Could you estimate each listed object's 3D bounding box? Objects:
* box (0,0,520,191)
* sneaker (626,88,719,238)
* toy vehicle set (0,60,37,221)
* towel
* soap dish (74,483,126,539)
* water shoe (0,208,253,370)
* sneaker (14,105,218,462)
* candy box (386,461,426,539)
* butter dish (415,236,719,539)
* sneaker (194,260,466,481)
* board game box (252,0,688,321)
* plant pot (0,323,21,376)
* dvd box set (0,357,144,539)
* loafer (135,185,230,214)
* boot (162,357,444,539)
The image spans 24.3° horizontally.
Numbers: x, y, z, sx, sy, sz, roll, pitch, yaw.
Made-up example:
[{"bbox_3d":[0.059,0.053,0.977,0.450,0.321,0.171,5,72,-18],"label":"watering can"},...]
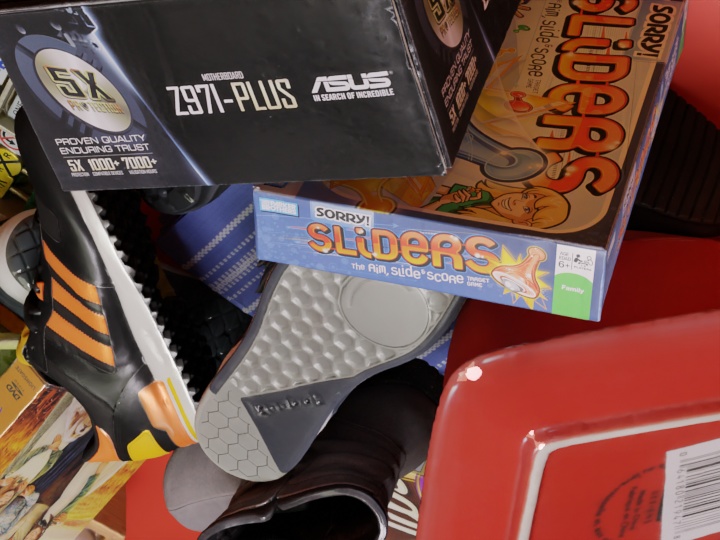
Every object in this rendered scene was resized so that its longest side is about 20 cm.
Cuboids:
[{"bbox_3d":[-0.024,-0.127,0.657,0.163,0.200,0.086,-1,130,24],"label":"box"},{"bbox_3d":[0.084,-0.050,0.787,0.200,0.074,0.089,20,143,14],"label":"sneaker"},{"bbox_3d":[-0.187,-0.111,0.869,0.124,0.027,0.200,32,136,-9],"label":"toy vehicle set"},{"bbox_3d":[0.000,0.000,0.905,0.200,0.024,0.145,36,134,-15],"label":"towel"},{"bbox_3d":[-0.262,0.149,1.114,0.200,0.081,0.157,31,136,-8],"label":"soap dish"},{"bbox_3d":[-0.130,0.028,0.950,0.200,0.072,0.079,38,155,-28],"label":"water shoe"},{"bbox_3d":[-0.145,0.012,0.846,0.090,0.070,0.200,-21,109,10],"label":"sneaker"},{"bbox_3d":[0.058,0.125,0.941,0.200,0.057,0.117,16,149,21],"label":"candy box"},{"bbox_3d":[0.108,0.054,0.753,0.199,0.148,0.200,-7,135,-12],"label":"butter dish"},{"bbox_3d":[0.006,-0.005,0.780,0.077,0.146,0.202,40,132,-5],"label":"sneaker"},{"bbox_3d":[0.053,-0.064,0.684,0.135,0.200,0.035,10,130,13],"label":"board game box"},{"bbox_3d":[-0.305,0.053,0.954,0.184,0.200,0.201,44,141,21],"label":"plant pot"},{"bbox_3d":[-0.210,0.139,0.972,0.029,0.200,0.146,46,-171,27],"label":"dvd box set"},{"bbox_3d":[-0.065,-0.082,0.816,0.068,0.070,0.201,54,149,-1],"label":"loafer"},{"bbox_3d":[-0.052,0.113,0.849,0.200,0.132,0.070,-28,102,35],"label":"boot"}]
